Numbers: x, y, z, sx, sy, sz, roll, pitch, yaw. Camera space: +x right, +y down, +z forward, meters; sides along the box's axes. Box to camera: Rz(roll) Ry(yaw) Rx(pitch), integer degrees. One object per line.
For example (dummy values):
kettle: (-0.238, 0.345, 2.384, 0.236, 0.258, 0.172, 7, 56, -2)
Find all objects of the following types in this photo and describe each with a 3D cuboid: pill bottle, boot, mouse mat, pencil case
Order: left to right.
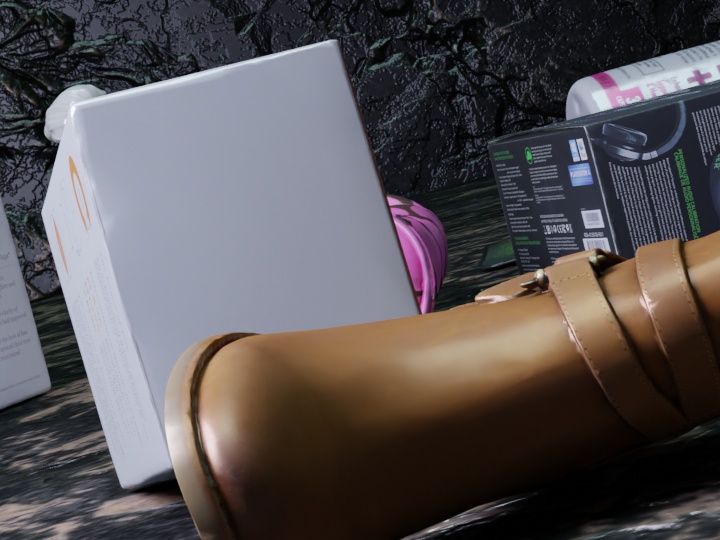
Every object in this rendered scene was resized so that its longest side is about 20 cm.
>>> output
pencil case: (0.000, 0.000, 1.171, 0.093, 0.091, 0.200, 20, 3, 1)
boot: (0.046, 0.034, 0.572, 0.155, 0.077, 0.200, -19, -11, 21)
mouse mat: (0.166, -0.029, 1.552, 0.160, 0.008, 0.200, -15, 3, 6)
pill bottle: (0.241, -0.091, 1.335, 0.199, 0.114, 0.113, -16, 4, -6)

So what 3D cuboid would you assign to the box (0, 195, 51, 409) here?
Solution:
box: (-0.312, 0.009, 1.398, 0.106, 0.201, 0.152, -13, 3, 27)

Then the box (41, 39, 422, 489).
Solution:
box: (-0.053, 0.006, 0.778, 0.097, 0.125, 0.200, -16, -4, -13)

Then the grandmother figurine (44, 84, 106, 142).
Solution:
grandmother figurine: (-0.178, -0.034, 1.497, 0.060, 0.201, 0.121, -14, 4, 8)

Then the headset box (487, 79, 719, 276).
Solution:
headset box: (0.197, -0.058, 1.177, 0.199, 0.093, 0.174, -15, 4, -13)
